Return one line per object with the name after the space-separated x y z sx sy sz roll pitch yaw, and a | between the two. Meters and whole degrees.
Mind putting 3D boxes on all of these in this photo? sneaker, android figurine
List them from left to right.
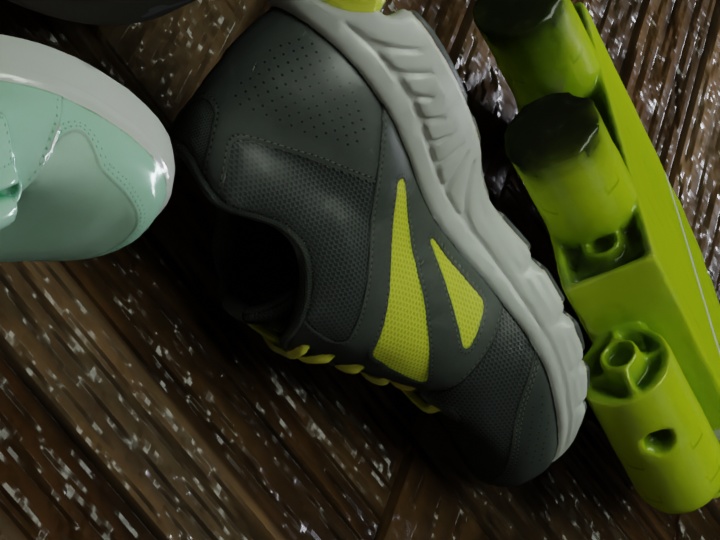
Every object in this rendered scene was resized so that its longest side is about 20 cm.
-0.114 0.009 0.620 0.200 0.074 0.119 6 59 -45 | sneaker
0.000 0.000 0.821 0.074 0.085 0.200 36 -20 48 | sneaker
0.088 -0.002 0.934 0.200 0.041 0.183 60 14 -46 | android figurine

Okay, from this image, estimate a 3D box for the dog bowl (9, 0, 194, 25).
-0.086 -0.155 0.764 0.200 0.059 0.201 32 41 -32 | dog bowl
